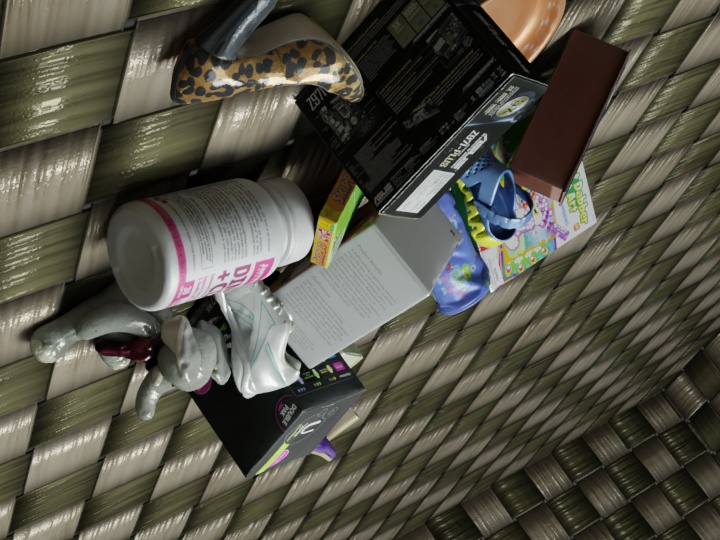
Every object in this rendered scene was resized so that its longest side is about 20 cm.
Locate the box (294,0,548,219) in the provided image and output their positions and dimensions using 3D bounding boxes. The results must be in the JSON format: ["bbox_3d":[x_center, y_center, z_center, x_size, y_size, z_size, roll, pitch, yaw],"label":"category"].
[{"bbox_3d":[0.059,-0.178,1.313,0.200,0.164,0.086,-46,157,22],"label":"box"}]

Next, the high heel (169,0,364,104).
[{"bbox_3d":[-0.085,-0.176,1.209,0.143,0.071,0.200,-45,142,5],"label":"high heel"}]

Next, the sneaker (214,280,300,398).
[{"bbox_3d":[-0.119,0.044,1.489,0.080,0.201,0.070,-11,-167,10],"label":"sneaker"}]

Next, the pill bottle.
[{"bbox_3d":[-0.153,-0.034,1.355,0.200,0.113,0.113,-17,152,-41],"label":"pill bottle"}]

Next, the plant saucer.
[{"bbox_3d":[0.138,-0.259,1.442,0.200,0.037,0.200,-30,158,-14],"label":"plant saucer"}]

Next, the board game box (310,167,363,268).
[{"bbox_3d":[-0.002,-0.106,1.444,0.200,0.030,0.096,-61,173,-31],"label":"board game box"}]

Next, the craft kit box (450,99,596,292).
[{"bbox_3d":[0.206,-0.105,1.688,0.197,0.048,0.200,-34,121,-25],"label":"craft kit box"}]

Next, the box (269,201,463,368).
[{"bbox_3d":[0.000,0.000,1.543,0.200,0.106,0.152,-34,-169,32],"label":"box"}]

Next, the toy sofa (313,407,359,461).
[{"bbox_3d":[-0.069,0.236,2.075,0.083,0.098,0.200,-38,158,6],"label":"toy sofa"}]

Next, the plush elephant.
[{"bbox_3d":[-0.226,0.087,1.435,0.200,0.155,0.165,-39,159,8],"label":"plush elephant"}]

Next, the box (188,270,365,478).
[{"bbox_3d":[-0.122,0.127,1.617,0.124,0.200,0.149,-14,151,-49],"label":"box"}]

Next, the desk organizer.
[{"bbox_3d":[0.258,-0.191,1.613,0.200,0.077,0.072,-64,172,-7],"label":"desk organizer"}]

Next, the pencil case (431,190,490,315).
[{"bbox_3d":[0.098,-0.045,1.621,0.087,0.200,0.078,-28,-161,-5],"label":"pencil case"}]

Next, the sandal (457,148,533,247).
[{"bbox_3d":[0.150,-0.119,1.561,0.079,0.200,0.087,-42,-158,-25],"label":"sandal"}]

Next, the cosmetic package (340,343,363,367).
[{"bbox_3d":[-0.108,0.143,1.813,0.200,0.104,0.073,-40,159,13],"label":"cosmetic package"}]
